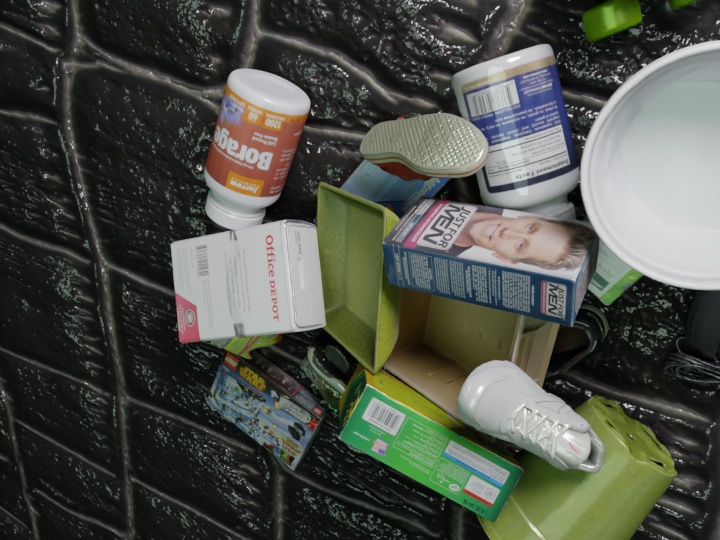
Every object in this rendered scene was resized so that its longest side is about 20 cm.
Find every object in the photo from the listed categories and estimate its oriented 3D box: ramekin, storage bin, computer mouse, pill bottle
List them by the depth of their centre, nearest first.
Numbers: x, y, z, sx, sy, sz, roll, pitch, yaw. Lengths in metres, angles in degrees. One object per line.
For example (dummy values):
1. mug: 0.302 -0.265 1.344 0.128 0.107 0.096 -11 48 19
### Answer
1. ramekin: 0.300 -0.093 0.533 0.199 0.105 0.202 9 111 23
2. computer mouse: 0.407 0.045 0.655 0.138 0.053 0.201 5 111 27
3. pill bottle: 0.177 -0.132 0.676 0.110 0.111 0.201 -10 104 30
4. storage bin: 0.128 0.060 0.747 0.200 0.093 0.200 31 124 41
5. pill bottle: -0.149 -0.159 0.839 0.112 0.112 0.201 32 121 14

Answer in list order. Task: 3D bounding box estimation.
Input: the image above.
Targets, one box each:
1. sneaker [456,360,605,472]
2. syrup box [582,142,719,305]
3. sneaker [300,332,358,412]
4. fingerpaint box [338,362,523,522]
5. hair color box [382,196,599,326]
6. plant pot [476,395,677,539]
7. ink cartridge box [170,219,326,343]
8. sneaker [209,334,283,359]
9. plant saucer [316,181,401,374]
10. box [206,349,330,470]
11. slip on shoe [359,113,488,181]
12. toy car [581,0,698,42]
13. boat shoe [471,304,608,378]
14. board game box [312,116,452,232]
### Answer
1. sneaker: 0.185 0.155 0.625 0.099 0.199 0.078 31 95 58
2. syrup box: 0.308 -0.066 0.649 0.079 0.081 0.200 42 124 7
3. sneaker: -0.022 0.193 0.941 0.201 0.077 0.089 54 137 6
4. fingerpaint box: 0.074 0.198 0.746 0.199 0.167 0.074 29 91 -3
5. hair color box: 0.133 -0.016 0.635 0.199 0.100 0.061 13 133 28
6. plant pot: 0.270 0.262 0.747 0.200 0.200 0.190 38 111 10
7. ink cartridge box: -0.156 0.018 0.850 0.199 0.085 0.147 -8 86 28
8. sneaker: -0.143 0.070 0.957 0.200 0.078 0.090 -37 115 28
9. plant saucer: 0.000 0.000 0.784 0.200 0.048 0.201 -148 57 -59
10. box: -0.159 0.226 1.035 0.199 0.040 0.137 35 122 13
11. slip on shoe: 0.075 -0.133 0.698 0.061 0.074 0.200 35 171 -33
12. toy car: 0.233 -0.302 0.527 0.157 0.200 0.165 -14 102 31
13. boat shoe: 0.213 0.108 0.776 0.200 0.068 0.072 -35 93 35
14. board game box: 0.026 -0.096 0.825 0.103 0.019 0.200 48 123 6
